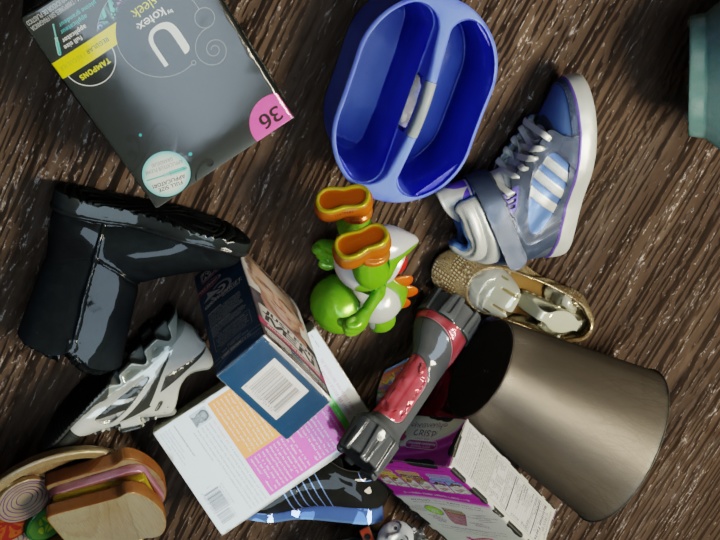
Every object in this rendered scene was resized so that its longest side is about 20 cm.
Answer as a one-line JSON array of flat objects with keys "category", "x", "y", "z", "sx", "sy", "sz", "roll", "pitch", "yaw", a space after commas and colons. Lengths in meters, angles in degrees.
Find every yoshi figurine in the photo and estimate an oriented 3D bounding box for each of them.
[{"category": "yoshi figurine", "x": -0.013, "y": 0.008, "z": 1.194, "sx": 0.113, "sy": 0.111, "sz": 0.201, "roll": -58, "pitch": 158, "yaw": -23}]

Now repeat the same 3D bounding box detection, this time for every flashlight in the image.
[{"category": "flashlight", "x": 0.047, "y": 0.113, "z": 1.245, "sx": 0.067, "sy": 0.068, "sz": 0.201, "roll": 34, "pitch": 68, "yaw": 7}]

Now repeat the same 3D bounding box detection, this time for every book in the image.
[{"category": "book", "x": -0.097, "y": 0.165, "z": 1.259, "sx": 0.199, "sy": 0.048, "sz": 0.134, "roll": -33, "pitch": 100, "yaw": -2}]

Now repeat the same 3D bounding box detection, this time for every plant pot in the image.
[{"category": "plant pot", "x": 0.388, "y": -0.193, "z": 1.189, "sx": 0.132, "sy": 0.201, "sz": 0.203, "roll": 1, "pitch": 117, "yaw": 14}]

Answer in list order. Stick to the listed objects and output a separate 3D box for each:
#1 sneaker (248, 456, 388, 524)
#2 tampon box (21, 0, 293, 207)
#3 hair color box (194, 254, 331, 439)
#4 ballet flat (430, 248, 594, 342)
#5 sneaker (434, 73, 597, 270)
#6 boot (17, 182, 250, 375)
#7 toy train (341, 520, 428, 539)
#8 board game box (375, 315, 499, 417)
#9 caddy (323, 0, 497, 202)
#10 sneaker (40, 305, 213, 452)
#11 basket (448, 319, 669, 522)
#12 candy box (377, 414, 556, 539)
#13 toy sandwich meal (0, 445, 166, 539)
[{"category": "sneaker", "x": -0.067, "y": 0.231, "z": 1.324, "sx": 0.197, "sy": 0.070, "sz": 0.079, "roll": 4, "pitch": 93, "yaw": -12}, {"category": "tampon box", "x": -0.178, "y": -0.191, "z": 1.060, "sx": 0.149, "sy": 0.126, "sz": 0.201, "roll": -33, "pitch": 118, "yaw": 2}, {"category": "hair color box", "x": -0.096, "y": 0.062, "z": 1.156, "sx": 0.060, "sy": 0.200, "sz": 0.100, "roll": -40, "pitch": 118, "yaw": 6}, {"category": "ballet flat", "x": 0.169, "y": 0.028, "z": 1.287, "sx": 0.198, "sy": 0.065, "sz": 0.071, "roll": 16, "pitch": 107, "yaw": -21}, {"category": "sneaker", "x": 0.150, "y": -0.098, "z": 1.215, "sx": 0.145, "sy": 0.081, "sz": 0.202, "roll": -3, "pitch": 118, "yaw": -16}, {"category": "boot", "x": -0.220, "y": 0.018, "z": 1.171, "sx": 0.198, "sy": 0.077, "sz": 0.170, "roll": 12, "pitch": 107, "yaw": -12}, {"category": "toy train", "x": 0.038, "y": 0.345, "z": 1.365, "sx": 0.113, "sy": 0.086, "sz": 0.201, "roll": -28, "pitch": 141, "yaw": -2}, {"category": "board game box", "x": 0.118, "y": 0.150, "z": 1.343, "sx": 0.198, "sy": 0.039, "sz": 0.159, "roll": -26, "pitch": 118, "yaw": -1}, {"category": "caddy", "x": 0.046, "y": -0.165, "z": 1.142, "sx": 0.140, "sy": 0.105, "sz": 0.202, "roll": 13, "pitch": 110, "yaw": -19}, {"category": "sneaker", "x": -0.233, "y": 0.133, "z": 1.224, "sx": 0.199, "sy": 0.074, "sz": 0.089, "roll": -40, "pitch": 116, "yaw": 6}, {"category": "basket", "x": 0.203, "y": 0.147, "z": 1.286, "sx": 0.199, "sy": 0.136, "sz": 0.182, "roll": 28, "pitch": 85, "yaw": -21}, {"category": "candy box", "x": 0.104, "y": 0.230, "z": 1.307, "sx": 0.200, "sy": 0.135, "sz": 0.061, "roll": 48, "pitch": 56, "yaw": -36}, {"category": "toy sandwich meal", "x": -0.292, "y": 0.253, "z": 1.231, "sx": 0.203, "sy": 0.071, "sz": 0.206, "roll": -17, "pitch": 142, "yaw": -13}]
